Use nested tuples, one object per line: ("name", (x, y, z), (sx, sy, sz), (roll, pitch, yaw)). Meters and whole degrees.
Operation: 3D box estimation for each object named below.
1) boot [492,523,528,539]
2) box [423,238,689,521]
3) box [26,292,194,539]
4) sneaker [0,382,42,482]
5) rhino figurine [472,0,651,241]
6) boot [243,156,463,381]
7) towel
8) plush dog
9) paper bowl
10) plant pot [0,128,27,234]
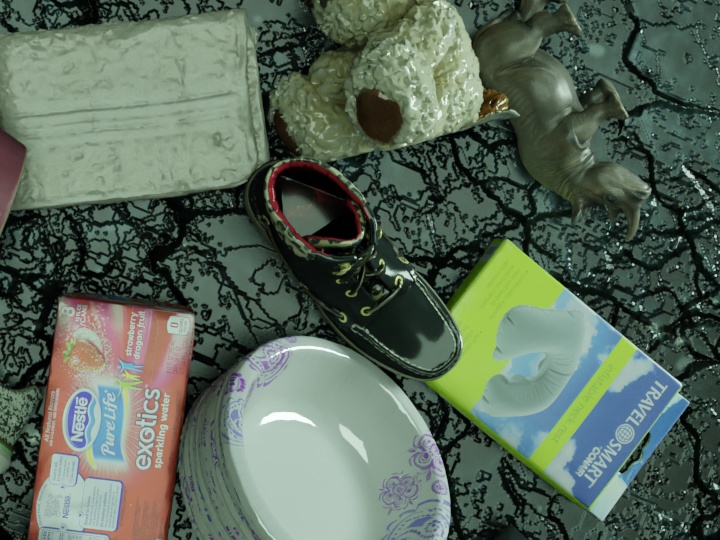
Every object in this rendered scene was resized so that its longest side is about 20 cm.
("boot", (0.044, 0.255, 1.429), (0.199, 0.066, 0.165), (-34, 104, -3))
("box", (0.145, 0.085, 1.450), (0.200, 0.048, 0.122), (39, 86, -6))
("box", (-0.178, 0.120, 1.381), (0.099, 0.095, 0.202), (7, 90, -6))
("sneaker", (-0.312, 0.062, 1.384), (0.200, 0.077, 0.089), (41, 73, -12))
("rhino figurine", (0.154, -0.110, 1.440), (0.087, 0.060, 0.201), (-28, 96, 11))
("boot", (-0.002, 0.000, 1.342), (0.073, 0.154, 0.204), (-44, 93, -5))
("towel", (-0.168, -0.118, 1.411), (0.198, 0.034, 0.134), (-6, 91, -7))
("plush dog", (0.022, -0.177, 1.369), (0.159, 0.200, 0.173), (-16, 95, -25))
("paper bowl", (-0.042, 0.156, 1.368), (0.201, 0.201, 0.104), (48, 129, -6))
("plant pot", (-0.333, -0.061, 1.313), (0.178, 0.200, 0.201), (24, 88, -16))
